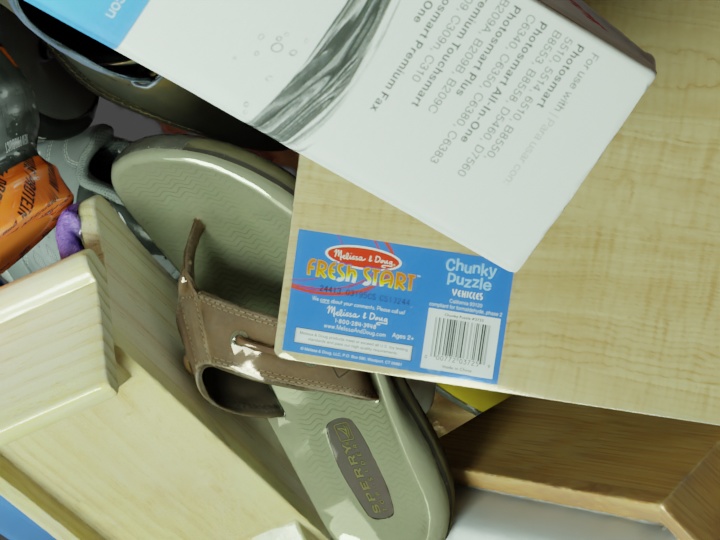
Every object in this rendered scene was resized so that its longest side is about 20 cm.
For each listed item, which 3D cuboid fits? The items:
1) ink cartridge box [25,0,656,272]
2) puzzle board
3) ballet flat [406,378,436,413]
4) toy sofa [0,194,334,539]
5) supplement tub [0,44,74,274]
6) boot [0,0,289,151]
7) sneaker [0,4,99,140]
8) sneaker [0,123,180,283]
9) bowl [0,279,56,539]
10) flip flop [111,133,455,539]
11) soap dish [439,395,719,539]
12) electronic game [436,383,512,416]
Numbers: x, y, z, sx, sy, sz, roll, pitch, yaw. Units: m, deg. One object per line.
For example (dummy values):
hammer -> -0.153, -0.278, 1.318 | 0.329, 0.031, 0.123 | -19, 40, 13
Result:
ink cartridge box -> -0.024, -0.098, 0.846 | 0.200, 0.146, 0.084 | 30, 102, -25
puzzle board -> 0.075, -0.029, 0.954 | 0.200, 0.017, 0.151 | 8, 94, 11
ballet flat -> 0.000, 0.000, 1.047 | 0.069, 0.069, 0.200 | 19, 136, 18
toy sofa -> -0.089, 0.066, 1.049 | 0.083, 0.098, 0.200 | -24, 141, 16
supplement tub -> -0.206, -0.077, 1.008 | 0.200, 0.122, 0.123 | 53, 141, 3
boot -> -0.079, -0.084, 1.008 | 0.200, 0.097, 0.075 | 33, 104, -35
sneaker -> -0.134, -0.131, 1.060 | 0.079, 0.074, 0.200 | 9, 135, 22
sneaker -> -0.083, 0.018, 1.178 | 0.115, 0.075, 0.200 | -15, 121, 40
bowl -> -0.176, 0.045, 1.187 | 0.039, 0.201, 0.201 | -41, 106, 6
flip flop -> -0.032, 0.036, 1.009 | 0.081, 0.058, 0.200 | -11, 113, 41
soap dish -> 0.123, 0.118, 1.035 | 0.157, 0.081, 0.200 | 44, 164, -20
electronic game -> 0.070, -0.002, 1.070 | 0.200, 0.042, 0.200 | 21, 140, 19
